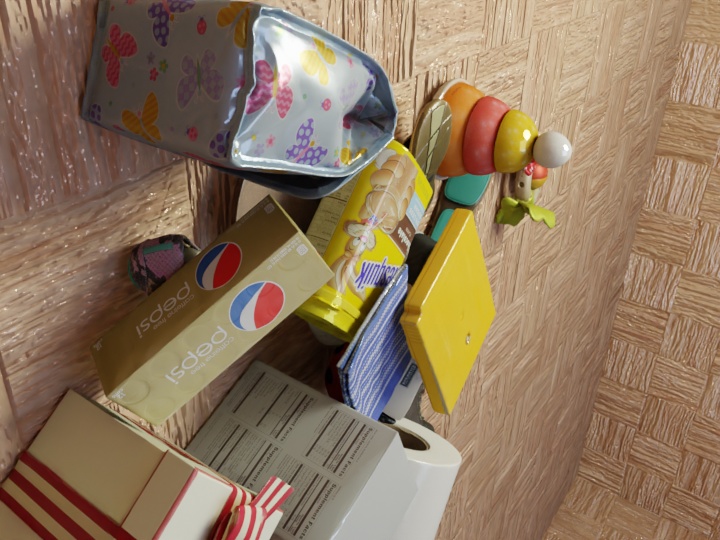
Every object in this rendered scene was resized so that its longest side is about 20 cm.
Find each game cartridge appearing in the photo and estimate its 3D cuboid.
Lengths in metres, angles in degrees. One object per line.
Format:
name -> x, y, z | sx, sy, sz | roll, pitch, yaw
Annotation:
game cartridge -> 0.114, 0.054, 0.847 | 0.177, 0.032, 0.201 | -58, 142, -32

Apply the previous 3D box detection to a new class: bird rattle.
bird rattle -> 0.312, -0.184, 1.277 | 0.163, 0.111, 0.202 | -47, 131, -54

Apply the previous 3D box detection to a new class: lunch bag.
lunch bag -> -0.083, -0.133, 0.535 | 0.199, 0.168, 0.129 | -6, 111, -58

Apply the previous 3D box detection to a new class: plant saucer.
plant saucer -> -0.074, -0.074, 0.720 | 0.200, 0.036, 0.203 | -37, 137, -44

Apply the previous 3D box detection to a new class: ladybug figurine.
ladybug figurine -> 0.008, 0.101, 0.901 | 0.136, 0.071, 0.202 | 104, 11, -74

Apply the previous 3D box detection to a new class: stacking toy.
stacking toy -> 0.196, -0.180, 0.942 | 0.146, 0.198, 0.148 | -35, 135, -44

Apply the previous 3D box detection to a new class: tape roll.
tape roll -> 0.024, 0.287, 0.929 | 0.202, 0.201, 0.141 | 14, 95, -60

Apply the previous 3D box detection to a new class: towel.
towel -> 0.024, 0.104, 0.773 | 0.146, 0.024, 0.201 | -57, 158, -28

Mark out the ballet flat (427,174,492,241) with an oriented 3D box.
ballet flat -> 0.156, -0.097, 1.072 | 0.072, 0.067, 0.202 | 32, 78, -80

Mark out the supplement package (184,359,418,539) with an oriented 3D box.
supplement package -> -0.065, 0.232, 0.750 | 0.151, 0.198, 0.153 | -53, 146, -27

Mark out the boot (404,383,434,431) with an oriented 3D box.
boot -> 0.093, 0.205, 1.123 | 0.199, 0.069, 0.176 | 19, 90, -54

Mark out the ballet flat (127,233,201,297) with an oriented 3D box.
ballet flat -> -0.132, 0.023, 0.638 | 0.200, 0.070, 0.070 | 46, 35, -56

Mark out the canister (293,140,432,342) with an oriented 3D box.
canister -> -0.001, -0.031, 0.746 | 0.202, 0.086, 0.148 | -66, 152, -10

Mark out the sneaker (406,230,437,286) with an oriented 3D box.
sneaker -> 0.093, 0.050, 0.991 | 0.070, 0.099, 0.203 | -1, 105, -39

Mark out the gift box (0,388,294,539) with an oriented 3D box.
gift box -> -0.177, 0.229, 0.576 | 0.186, 0.185, 0.200 | -62, 148, -13

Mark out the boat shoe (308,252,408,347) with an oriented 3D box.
boat shoe -> 0.000, 0.000, 0.851 | 0.201, 0.070, 0.069 | -59, 150, -17

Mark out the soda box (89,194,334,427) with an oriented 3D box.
soda box -> -0.124, 0.034, 0.562 | 0.200, 0.064, 0.068 | -41, 138, -2

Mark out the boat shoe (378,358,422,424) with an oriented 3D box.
boat shoe -> 0.071, 0.115, 0.972 | 0.074, 0.093, 0.201 | 34, 95, -17

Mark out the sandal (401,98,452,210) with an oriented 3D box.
sandal -> 0.074, -0.143, 0.918 | 0.080, 0.054, 0.201 | -40, 153, -34
